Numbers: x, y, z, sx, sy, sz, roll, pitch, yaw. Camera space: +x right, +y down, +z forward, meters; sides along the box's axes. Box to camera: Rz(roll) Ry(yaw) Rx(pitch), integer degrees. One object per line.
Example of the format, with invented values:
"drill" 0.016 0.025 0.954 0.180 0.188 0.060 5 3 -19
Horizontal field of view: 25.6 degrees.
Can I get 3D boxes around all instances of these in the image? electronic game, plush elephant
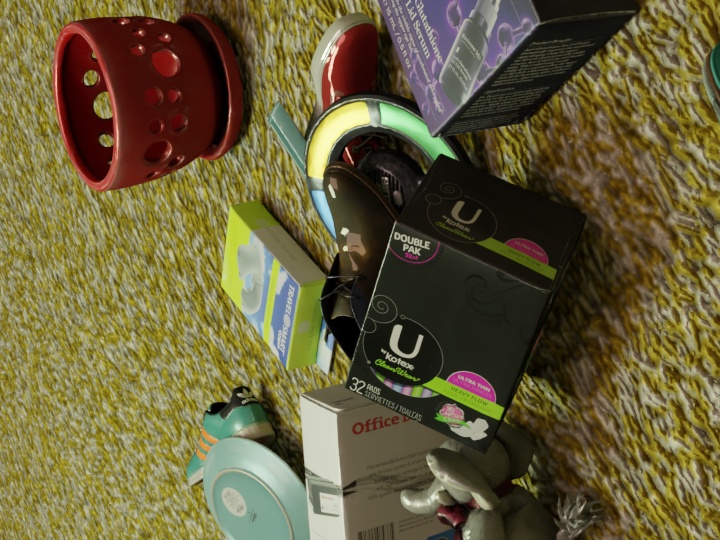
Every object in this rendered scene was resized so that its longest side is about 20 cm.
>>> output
"electronic game" 0.029 -0.079 1.535 0.199 0.042 0.202 18 126 27
"plush elephant" 0.108 0.223 1.471 0.200 0.164 0.155 -45 73 23

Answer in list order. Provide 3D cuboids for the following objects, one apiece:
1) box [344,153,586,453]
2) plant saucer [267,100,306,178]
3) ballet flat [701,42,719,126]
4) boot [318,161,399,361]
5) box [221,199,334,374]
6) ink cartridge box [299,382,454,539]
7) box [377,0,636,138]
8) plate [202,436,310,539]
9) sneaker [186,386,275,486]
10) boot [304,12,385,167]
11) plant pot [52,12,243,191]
"box" 0.091 0.029 1.399 0.147 0.125 0.201 24 129 8
"plant saucer" -0.038 -0.085 1.648 0.201 0.019 0.070 57 173 -2
"ballet flat" 0.308 -0.083 1.118 0.200 0.069 0.072 50 159 38
"boot" 0.000 0.000 1.518 0.074 0.097 0.201 -5 122 41
"box" -0.096 0.022 1.844 0.200 0.047 0.123 47 138 43
"ink cartridge box" 0.023 0.213 1.616 0.084 0.144 0.202 17 115 56
"box" 0.118 -0.226 1.338 0.200 0.104 0.149 -46 60 55
"plate" -0.128 0.300 1.954 0.199 0.026 0.202 22 128 32
"sneaker" -0.173 0.213 2.027 0.200 0.071 0.081 -43 62 48
"boot" 0.008 -0.147 1.590 0.145 0.072 0.201 55 151 34
"plant pot" -0.250 -0.206 1.888 0.200 0.181 0.202 27 122 52
